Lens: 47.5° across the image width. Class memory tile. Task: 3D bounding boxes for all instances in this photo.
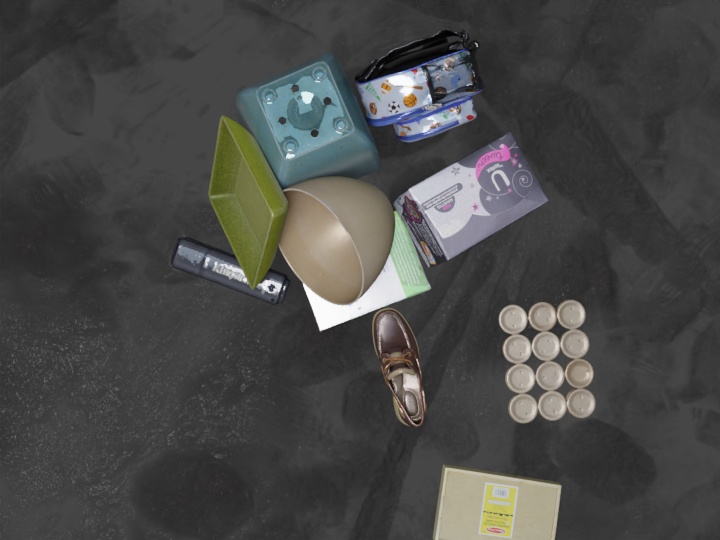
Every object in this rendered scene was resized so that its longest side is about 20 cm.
[{"bbox_3d":[0.315,0.152,1.377,0.152,0.017,0.202,-6,87,-2],"label":"memory tile"}]

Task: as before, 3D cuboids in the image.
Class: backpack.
[{"bbox_3d":[0.090,-0.291,1.309,0.189,0.200,0.155,-12,103,-2],"label":"backpack"}]

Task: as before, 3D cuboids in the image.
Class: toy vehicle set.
[{"bbox_3d":[0.227,0.401,1.359,0.198,0.027,0.125,10,88,-2],"label":"toy vehicle set"}]

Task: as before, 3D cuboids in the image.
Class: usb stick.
[{"bbox_3d":[-0.216,0.001,1.354,0.199,0.033,0.056,21,86,-2],"label":"usb stick"}]

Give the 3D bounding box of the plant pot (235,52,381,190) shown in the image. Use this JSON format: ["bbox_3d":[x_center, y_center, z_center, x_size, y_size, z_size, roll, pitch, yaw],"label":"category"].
[{"bbox_3d":[-0.086,-0.229,1.285,0.195,0.200,0.197,-24,89,-2],"label":"plant pot"}]

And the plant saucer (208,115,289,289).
[{"bbox_3d":[-0.170,-0.107,1.266,0.048,0.200,0.201,-16,63,-26],"label":"plant saucer"}]

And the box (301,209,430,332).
[{"bbox_3d":[0.000,0.000,1.362,0.199,0.036,0.145,-20,89,-2],"label":"box"}]

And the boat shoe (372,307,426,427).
[{"bbox_3d":[0.068,0.159,1.339,0.072,0.072,0.202,-12,88,-3],"label":"boat shoe"}]

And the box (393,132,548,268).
[{"bbox_3d":[0.175,-0.112,1.317,0.199,0.115,0.133,-29,90,-13],"label":"box"}]

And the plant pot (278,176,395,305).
[{"bbox_3d":[-0.023,-0.065,1.268,0.134,0.200,0.201,-35,89,-32],"label":"plant pot"}]
